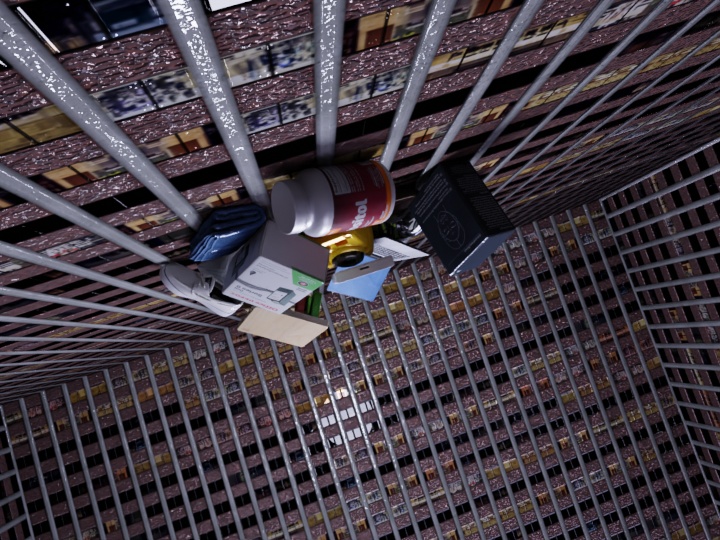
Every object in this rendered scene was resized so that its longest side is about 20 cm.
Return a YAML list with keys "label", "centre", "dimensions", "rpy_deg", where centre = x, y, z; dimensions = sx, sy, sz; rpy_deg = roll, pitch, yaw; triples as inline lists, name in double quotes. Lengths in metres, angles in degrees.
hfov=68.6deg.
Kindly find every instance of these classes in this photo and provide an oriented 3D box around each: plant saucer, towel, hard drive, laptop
- label: "plant saucer"
  centre: [0.065, -0.159, 1.298]
  dimensions: [0.196, 0.035, 0.200]
  rpy_deg: [-19, 175, -2]
- label: "towel"
  centre: [-0.259, -0.067, 1.018]
  dimensions: [0.110, 0.049, 0.199]
  rpy_deg: [-16, 173, -33]
- label: "hard drive"
  centre: [0.000, 0.000, 1.208]
  dimensions: [0.129, 0.027, 0.200]
  rpy_deg: [-18, 180, -6]
- label: "laptop"
  centre: [0.047, 0.001, 1.367]
  dimensions: [0.198, 0.119, 0.185]
  rpy_deg: [-9, 163, 43]

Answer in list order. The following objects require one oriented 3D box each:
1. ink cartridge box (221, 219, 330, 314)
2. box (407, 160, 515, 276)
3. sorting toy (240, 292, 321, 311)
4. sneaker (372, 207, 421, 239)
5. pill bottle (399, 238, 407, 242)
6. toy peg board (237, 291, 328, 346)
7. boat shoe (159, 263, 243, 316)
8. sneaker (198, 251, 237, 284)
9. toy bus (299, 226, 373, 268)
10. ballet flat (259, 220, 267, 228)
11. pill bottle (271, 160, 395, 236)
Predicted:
- label: "ink cartridge box"
  centre: [-0.174, 0.002, 1.069]
  dimensions: [0.144, 0.086, 0.199]
  rpy_deg: [23, 146, -26]
- label: "box"
  centre: [0.223, -0.119, 1.189]
  dimensions: [0.106, 0.202, 0.149]
  rpy_deg: [-13, 155, -37]
- label: "sorting toy"
  centre: [-0.230, 0.063, 1.482]
  dimensions: [0.195, 0.071, 0.200]
  rpy_deg: [-11, 160, 6]
- label: "sneaker"
  centre: [0.080, -0.106, 1.319]
  dimensions: [0.197, 0.072, 0.082]
  rpy_deg: [-19, -179, 27]
- label: "pill bottle"
  centre: [0.025, -0.083, 1.461]
  dimensions: [0.197, 0.115, 0.112]
  rpy_deg: [-20, 174, 14]
- label: "toy peg board"
  centre: [-0.206, 0.111, 1.419]
  dimensions: [0.196, 0.100, 0.200]
  rpy_deg: [18, 150, -20]
- label: "boat shoe"
  centre: [-0.356, 0.038, 1.199]
  dimensions: [0.065, 0.073, 0.199]
  rpy_deg: [-29, 126, 34]
- label: "sneaker"
  centre: [-0.302, -0.009, 1.255]
  dimensions: [0.198, 0.082, 0.070]
  rpy_deg: [-25, 170, 31]
- label: "toy bus"
  centre: [-0.093, -0.081, 1.109]
  dimensions: [0.197, 0.138, 0.192]
  rpy_deg: [-18, 161, 17]
- label: "ballet flat"
  centre: [-0.204, -0.050, 1.167]
  dimensions: [0.069, 0.072, 0.201]
  rpy_deg: [-17, 161, -14]
- label: "pill bottle"
  centre: [-0.046, -0.121, 0.897]
  dimensions: [0.197, 0.115, 0.113]
  rpy_deg: [-15, 173, -33]
